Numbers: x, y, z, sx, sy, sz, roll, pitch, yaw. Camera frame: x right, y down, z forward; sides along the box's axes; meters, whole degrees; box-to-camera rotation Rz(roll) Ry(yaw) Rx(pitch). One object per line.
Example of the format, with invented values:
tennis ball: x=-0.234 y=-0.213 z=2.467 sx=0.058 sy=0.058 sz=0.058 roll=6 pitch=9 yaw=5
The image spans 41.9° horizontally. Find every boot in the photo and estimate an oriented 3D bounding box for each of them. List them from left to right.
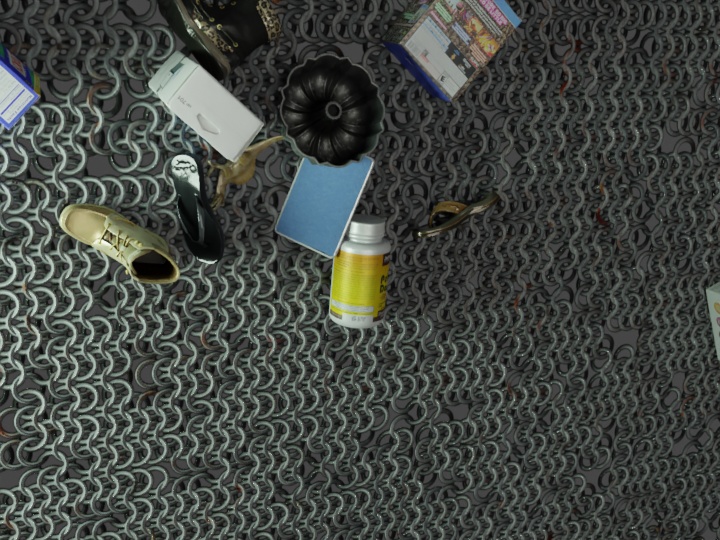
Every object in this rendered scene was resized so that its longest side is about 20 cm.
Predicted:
boot: x=-0.404 y=-0.043 z=1.582 sx=0.198 sy=0.155 sz=0.073 roll=27 pitch=96 yaw=-27
boot: x=-0.237 y=-0.433 z=1.568 sx=0.150 sy=0.073 sz=0.201 roll=-37 pitch=90 yaw=-25

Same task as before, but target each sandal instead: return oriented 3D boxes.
sandal: x=-0.296 y=-0.103 z=1.654 sx=0.075 sy=0.043 sz=0.203 roll=-8 pitch=107 yaw=24
sandal: x=0.183 y=-0.118 z=1.848 sx=0.198 sy=0.082 sz=0.055 roll=-27 pitch=99 yaw=-11

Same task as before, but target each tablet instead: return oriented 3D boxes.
tablet: x=-0.067 y=-0.138 z=1.738 sx=0.129 sy=0.014 sz=0.202 roll=24 pitch=97 yaw=7

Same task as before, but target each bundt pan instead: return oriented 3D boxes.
bundt pan: x=-0.059 y=-0.277 z=1.672 sx=0.199 sy=0.076 sz=0.205 roll=1 pitch=86 yaw=-21

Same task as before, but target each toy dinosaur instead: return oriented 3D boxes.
toy dinosaur: x=-0.216 y=-0.202 z=1.677 sx=0.200 sy=0.058 sz=0.101 roll=-45 pitch=133 yaw=-3

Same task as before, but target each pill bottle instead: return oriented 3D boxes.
pill bottle: x=0.000 y=0.000 z=1.789 sx=0.108 sy=0.109 sz=0.203 roll=-2 pitch=108 yaw=-22

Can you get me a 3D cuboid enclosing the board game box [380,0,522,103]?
board game box: x=0.165 y=-0.440 z=1.722 sx=0.159 sy=0.097 sz=0.200 roll=41 pitch=89 yaw=-28

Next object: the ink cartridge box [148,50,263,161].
ink cartridge box: x=-0.257 y=-0.272 z=1.543 sx=0.146 sy=0.200 sz=0.086 roll=41 pitch=89 yaw=-28

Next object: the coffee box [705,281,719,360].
coffee box: x=0.952 y=0.114 z=2.171 sx=0.198 sy=0.198 sz=0.202 roll=-25 pitch=114 yaw=-15

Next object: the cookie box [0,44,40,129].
cookie box: x=-0.581 y=-0.321 z=1.412 sx=0.075 sy=0.171 sz=0.200 roll=-45 pitch=118 yaw=1
